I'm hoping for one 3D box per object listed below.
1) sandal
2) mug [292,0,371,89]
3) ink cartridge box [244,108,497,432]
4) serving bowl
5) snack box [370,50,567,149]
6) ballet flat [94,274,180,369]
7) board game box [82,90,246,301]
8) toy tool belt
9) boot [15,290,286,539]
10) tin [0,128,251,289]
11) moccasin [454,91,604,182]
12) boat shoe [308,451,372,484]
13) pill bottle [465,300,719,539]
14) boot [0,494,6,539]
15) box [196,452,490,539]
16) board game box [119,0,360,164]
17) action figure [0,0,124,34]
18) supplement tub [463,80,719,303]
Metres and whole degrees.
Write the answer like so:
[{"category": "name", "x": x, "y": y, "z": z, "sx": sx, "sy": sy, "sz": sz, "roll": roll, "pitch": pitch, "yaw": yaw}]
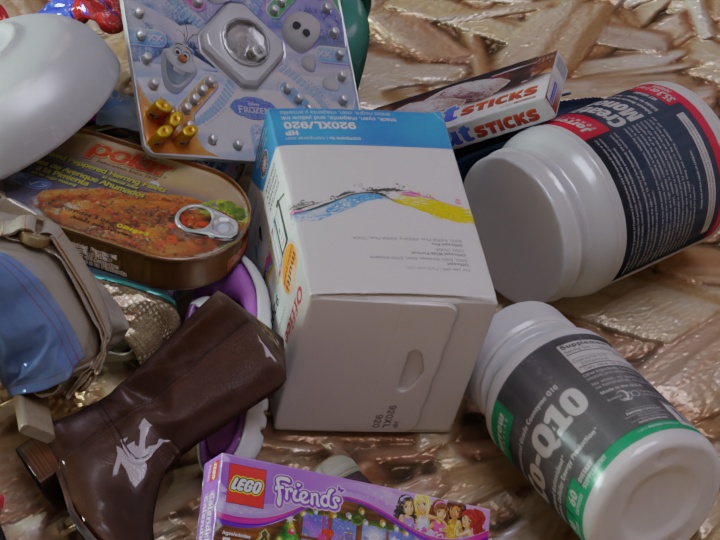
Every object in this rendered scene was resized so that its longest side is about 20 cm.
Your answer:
[{"category": "sandal", "x": -0.103, "y": 0.058, "z": 1.613, "sx": 0.050, "sy": 0.082, "sz": 0.204, "roll": 28, "pitch": 35, "yaw": -35}, {"category": "mug", "x": -0.067, "y": -0.205, "z": 1.874, "sx": 0.151, "sy": 0.115, "sz": 0.186, "roll": 12, "pitch": 44, "yaw": -5}, {"category": "ink cartridge box", "x": 0.000, "y": 0.000, "z": 1.662, "sx": 0.143, "sy": 0.148, "sz": 0.201, "roll": 1, "pitch": 45, "yaw": -16}, {"category": "serving bowl", "x": -0.286, "y": -0.139, "z": 1.699, "sx": 0.198, "sy": 0.066, "sz": 0.201, "roll": -20, "pitch": 30, "yaw": 12}, {"category": "snack box", "x": 0.071, "y": -0.124, "z": 1.810, "sx": 0.198, "sy": 0.024, "sz": 0.072, "roll": -16, "pitch": 32, "yaw": 26}, {"category": "ballet flat", "x": -0.232, "y": 0.026, "z": 1.630, "sx": 0.198, "sy": 0.071, "sz": 0.066, "roll": 16, "pitch": 66, "yaw": 5}, {"category": "board game box", "x": -0.209, "y": -0.064, "z": 1.740, "sx": 0.198, "sy": 0.041, "sz": 0.201, "roll": 20, "pitch": 44, "yaw": 4}, {"category": "toy tool belt", "x": -0.258, "y": 0.015, "z": 1.516, "sx": 0.200, "sy": 0.124, "sz": 0.123, "roll": 48, "pitch": 38, "yaw": -17}, {"category": "boot", "x": -0.112, "y": 0.120, "z": 1.515, "sx": 0.199, "sy": 0.064, "sz": 0.186, "roll": -35, "pitch": 58, "yaw": -13}, {"category": "tin", "x": -0.177, "y": -0.047, "z": 1.662, "sx": 0.198, "sy": 0.042, "sz": 0.112, "roll": 18, "pitch": 47, "yaw": 12}, {"category": "moccasin", "x": 0.130, "y": -0.119, "z": 1.873, "sx": 0.198, "sy": 0.081, "sz": 0.068, "roll": -13, "pitch": 46, "yaw": -29}, {"category": "boat shoe", "x": -0.050, "y": 0.197, "z": 1.503, "sx": 0.065, "sy": 0.072, "sz": 0.200, "roll": 34, "pitch": 44, "yaw": 18}, {"category": "pill bottle", "x": 0.161, "y": 0.113, "z": 1.601, "sx": 0.112, "sy": 0.114, "sz": 0.200, "roll": -11, "pitch": 34, "yaw": -26}, {"category": "boot", "x": -0.320, "y": 0.151, "z": 1.471, "sx": 0.144, "sy": 0.073, "sz": 0.200, "roll": -25, "pitch": 65, "yaw": -36}, {"category": "box", "x": -0.014, "y": 0.208, "z": 1.459, "sx": 0.198, "sy": 0.039, "sz": 0.138, "roll": 13, "pitch": 68, "yaw": -21}, {"category": "board game box", "x": -0.089, "y": -0.179, "z": 1.738, "sx": 0.198, "sy": 0.026, "sz": 0.202, "roll": 2, "pitch": 67, "yaw": -31}, {"category": "action figure", "x": -0.245, "y": -0.229, "z": 1.784, "sx": 0.199, "sy": 0.100, "sz": 0.065, "roll": -4, "pitch": 32, "yaw": 36}, {"category": "supplement tub", "x": 0.193, "y": -0.062, "z": 1.789, "sx": 0.199, "sy": 0.141, "sz": 0.140, "roll": -22, "pitch": 55, "yaw": -34}]
